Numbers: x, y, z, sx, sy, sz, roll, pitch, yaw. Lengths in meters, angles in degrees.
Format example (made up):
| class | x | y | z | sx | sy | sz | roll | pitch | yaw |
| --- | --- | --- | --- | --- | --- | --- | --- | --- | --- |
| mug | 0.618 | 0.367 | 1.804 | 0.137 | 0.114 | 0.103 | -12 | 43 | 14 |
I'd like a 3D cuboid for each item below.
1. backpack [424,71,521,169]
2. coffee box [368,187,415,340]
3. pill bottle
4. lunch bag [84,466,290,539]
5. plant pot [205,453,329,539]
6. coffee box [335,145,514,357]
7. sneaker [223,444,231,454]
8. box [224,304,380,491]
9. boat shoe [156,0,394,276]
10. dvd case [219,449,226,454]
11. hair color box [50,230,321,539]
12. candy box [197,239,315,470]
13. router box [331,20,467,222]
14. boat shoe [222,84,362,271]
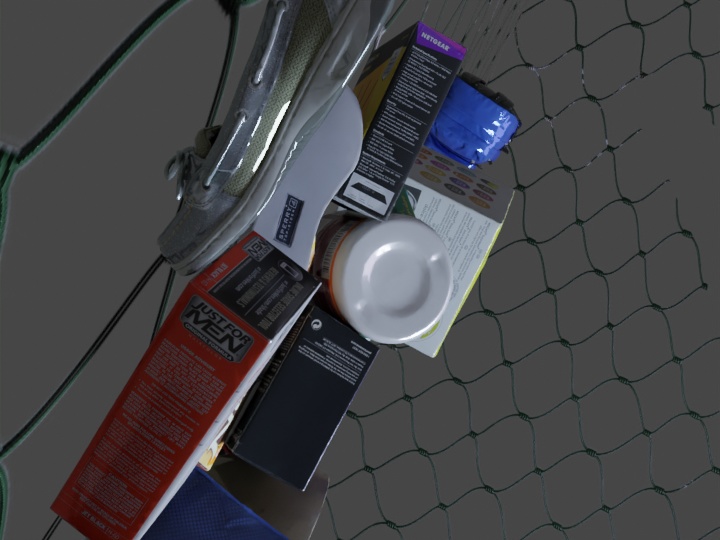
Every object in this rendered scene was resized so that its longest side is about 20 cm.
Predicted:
| class | x | y | z | sx | sy | sz | roll | pitch | yaw |
| --- | --- | --- | --- | --- | --- | --- | --- | --- | --- |
| backpack | 0.196 | -0.254 | 1.595 | 0.169 | 0.161 | 0.200 | -61 | 176 | 7 |
| coffee box | 0.003 | 0.008 | 1.028 | 0.200 | 0.044 | 0.124 | -52 | -135 | 41 |
| pill bottle | 0.000 | 0.000 | 0.866 | 0.115 | 0.113 | 0.200 | -63 | -161 | -4 |
| lunch bag | -0.128 | 0.263 | 0.681 | 0.133 | 0.199 | 0.136 | -51 | 180 | 33 |
| plant pot | -0.138 | 0.268 | 0.915 | 0.202 | 0.133 | 0.200 | -60 | -176 | 7 |
| coffee box | 0.071 | -0.042 | 1.189 | 0.202 | 0.196 | 0.200 | -66 | 174 | 21 |
| sneaker | -0.132 | 0.207 | 1.046 | 0.115 | 0.077 | 0.203 | -37 | 131 | -55 |
| box | -0.072 | 0.110 | 0.848 | 0.142 | 0.078 | 0.200 | -58 | -166 | -10 |
| boat shoe | -0.059 | -0.082 | 0.481 | 0.202 | 0.064 | 0.075 | -50 | -169 | 30 |
| dvd case | -0.179 | 0.261 | 1.161 | 0.143 | 0.017 | 0.201 | -59 | 173 | -48 |
| hair color box | -0.111 | 0.080 | 0.573 | 0.201 | 0.061 | 0.102 | -54 | 179 | 23 |
| candy box | -0.105 | 0.059 | 0.740 | 0.202 | 0.055 | 0.116 | -62 | 175 | -17 |
| router box | 0.015 | -0.125 | 0.780 | 0.151 | 0.051 | 0.200 | -64 | -168 | 1 |
| boat shoe | -0.057 | -0.049 | 0.664 | 0.065 | 0.071 | 0.202 | -13 | -122 | 57 |
